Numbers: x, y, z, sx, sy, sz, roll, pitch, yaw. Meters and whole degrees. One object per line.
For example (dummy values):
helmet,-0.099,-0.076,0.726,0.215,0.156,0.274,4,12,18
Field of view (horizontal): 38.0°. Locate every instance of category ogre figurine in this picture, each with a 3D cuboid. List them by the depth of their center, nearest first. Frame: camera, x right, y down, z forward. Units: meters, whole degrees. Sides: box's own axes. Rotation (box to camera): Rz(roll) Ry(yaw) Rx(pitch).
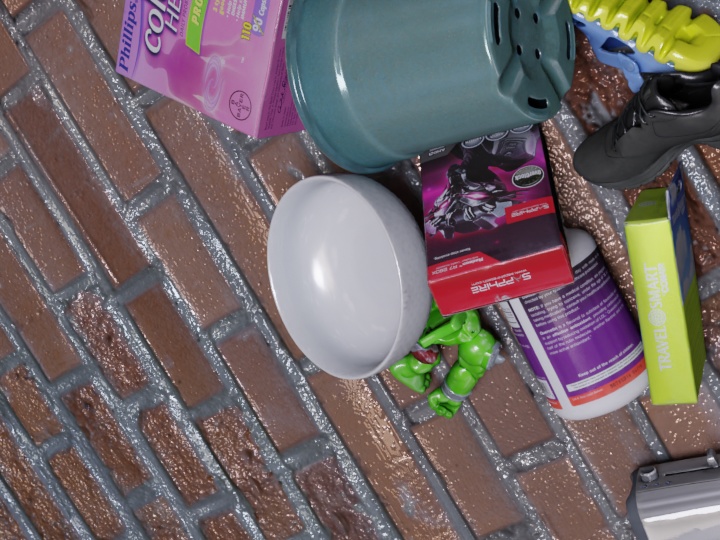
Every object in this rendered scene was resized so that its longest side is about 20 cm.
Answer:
ogre figurine,0.072,0.060,1.102,0.120,0.098,0.201,-27,84,38

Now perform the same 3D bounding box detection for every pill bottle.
pill bottle,0.202,0.039,1.032,0.112,0.112,0.201,-24,98,27

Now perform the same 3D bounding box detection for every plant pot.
plant pot,0.071,-0.193,0.928,0.195,0.200,0.202,-1,108,40

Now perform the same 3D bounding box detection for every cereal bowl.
cereal bowl,0.000,0.000,1.021,0.199,0.083,0.202,20,118,44

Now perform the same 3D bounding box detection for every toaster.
toaster,0.360,0.278,1.052,0.129,0.114,0.201,-22,97,24

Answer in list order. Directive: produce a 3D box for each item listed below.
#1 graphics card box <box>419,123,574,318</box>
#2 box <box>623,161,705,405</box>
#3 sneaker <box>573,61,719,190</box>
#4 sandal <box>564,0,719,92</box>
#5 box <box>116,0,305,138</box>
graphics card box,0.122,-0.056,0.976,0.125,0.201,0.051,-15,131,16
box,0.288,0.010,0.982,0.047,0.122,0.201,-6,106,24
sneaker,0.264,-0.135,0.930,0.199,0.090,0.076,-24,53,44
sandal,0.228,-0.223,0.956,0.200,0.079,0.087,41,156,16
box,-0.131,-0.253,1.041,0.199,0.096,0.177,28,117,27
